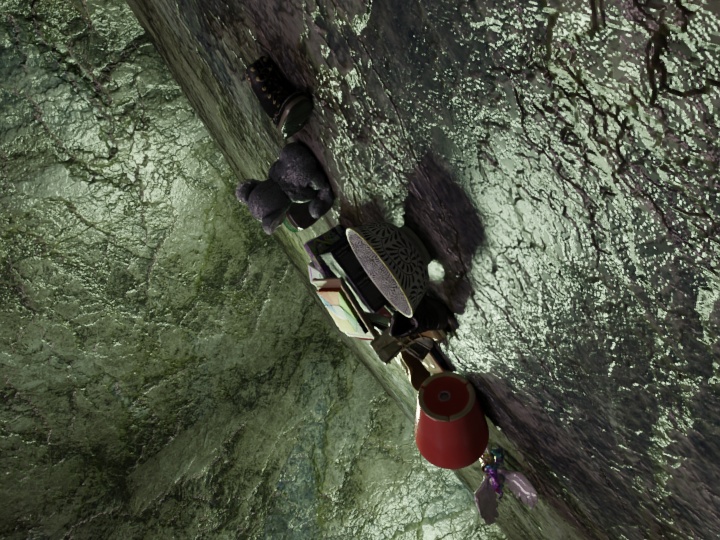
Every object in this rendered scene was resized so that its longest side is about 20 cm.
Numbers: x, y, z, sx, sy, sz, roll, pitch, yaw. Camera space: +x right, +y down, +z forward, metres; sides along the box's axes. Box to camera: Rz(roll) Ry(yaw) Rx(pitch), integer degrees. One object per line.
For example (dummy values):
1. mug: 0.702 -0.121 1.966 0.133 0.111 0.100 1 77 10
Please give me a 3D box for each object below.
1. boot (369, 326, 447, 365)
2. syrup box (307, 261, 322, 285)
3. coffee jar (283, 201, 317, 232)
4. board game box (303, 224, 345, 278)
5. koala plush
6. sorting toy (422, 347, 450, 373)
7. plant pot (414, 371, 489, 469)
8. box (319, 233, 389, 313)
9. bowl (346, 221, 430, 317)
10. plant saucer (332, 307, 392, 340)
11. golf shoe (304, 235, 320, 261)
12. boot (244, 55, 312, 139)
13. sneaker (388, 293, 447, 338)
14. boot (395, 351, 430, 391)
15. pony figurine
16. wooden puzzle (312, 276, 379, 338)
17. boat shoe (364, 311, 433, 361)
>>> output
1. boot: 0.105 0.156 1.402 0.072 0.154 0.200 55 171 -14
2. syrup box: -0.058 0.030 1.800 0.199 0.079 0.082 32 145 29
3. coffee jar: -0.170 -0.165 1.770 0.086 0.104 0.200 52 172 -8
4. board game box: -0.052 -0.012 1.645 0.201 0.120 0.032 58 147 1
5. koala plush: -0.192 -0.194 1.477 0.178 0.199 0.184 51 170 16
6. sorting toy: 0.164 0.206 1.684 0.200 0.036 0.185 49 171 3
7. plant pot: 0.220 0.362 1.526 0.200 0.199 0.178 45 159 42
8. box: 0.000 0.000 1.521 0.183 0.104 0.200 53 171 -7
9. bowl: 0.068 -0.022 1.135 0.201 0.094 0.201 51 170 13
10. plant saucer: 0.001 0.142 1.805 0.201 0.199 0.051 46 124 41
11. golf shoe: -0.108 -0.029 1.928 0.079 0.096 0.201 -69 -36 -46
12. boot: -0.167 -0.349 1.196 0.155 0.073 0.203 57 171 -4
13. sneaker: 0.094 0.088 1.306 0.199 0.113 0.077 -149 52 -67
14. boot: 0.138 0.272 1.911 0.155 0.073 0.201 39 161 56
15. pony figurine: 0.369 0.566 1.674 0.194 0.166 0.200 61 -174 2
16. wooden puzzle: -0.044 0.100 1.557 0.186 0.037 0.200 58 159 -15
17. boat shoe: 0.088 0.169 1.553 0.198 0.071 0.072 26 173 -1
